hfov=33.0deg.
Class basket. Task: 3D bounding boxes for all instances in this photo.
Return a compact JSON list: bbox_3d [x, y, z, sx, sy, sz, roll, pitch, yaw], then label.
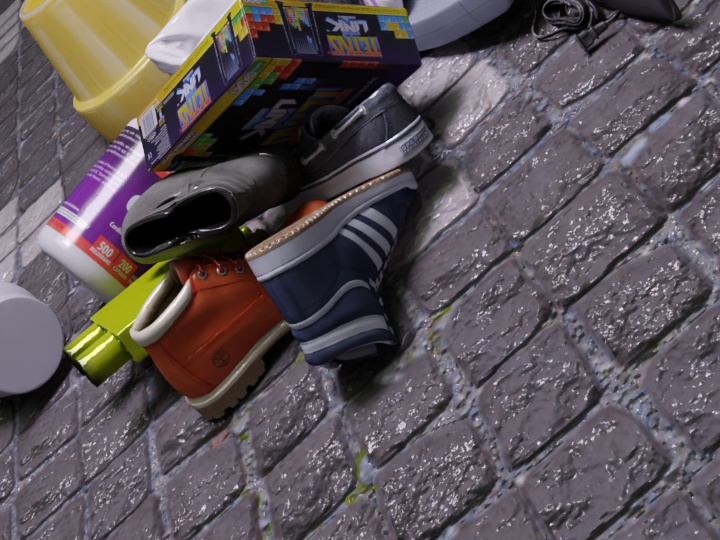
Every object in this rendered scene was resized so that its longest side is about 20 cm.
[{"bbox_3d":[-0.102,-0.250,1.253,0.201,0.123,0.135,-50,30,-8],"label":"basket"}]

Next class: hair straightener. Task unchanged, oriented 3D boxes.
[{"bbox_3d":[0.176,-0.207,0.928,0.077,0.041,0.199,-51,30,-8],"label":"hair straightener"}]

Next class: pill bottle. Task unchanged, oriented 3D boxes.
[{"bbox_3d":[-0.216,-0.070,1.195,0.201,0.112,0.112,-53,31,-10],"label":"pill bottle"},{"bbox_3d":[-0.384,0.067,1.242,0.199,0.116,0.117,5,57,54],"label":"pill bottle"}]

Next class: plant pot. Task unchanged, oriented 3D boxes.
[{"bbox_3d":[-0.311,-0.294,1.507,0.199,0.189,0.202,-31,34,24],"label":"plant pot"}]

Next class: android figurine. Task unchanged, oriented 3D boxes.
[{"bbox_3d":[-0.166,0.023,1.060,0.199,0.041,0.182,-40,18,-17],"label":"android figurine"}]

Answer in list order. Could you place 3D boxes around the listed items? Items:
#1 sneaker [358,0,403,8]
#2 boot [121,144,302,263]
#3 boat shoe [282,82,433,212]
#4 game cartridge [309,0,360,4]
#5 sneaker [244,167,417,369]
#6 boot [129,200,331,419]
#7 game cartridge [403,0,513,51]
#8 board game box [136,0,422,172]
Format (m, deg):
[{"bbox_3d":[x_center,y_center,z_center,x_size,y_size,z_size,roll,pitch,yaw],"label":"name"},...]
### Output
[{"bbox_3d":[0.032,-0.309,1.130,0.098,0.075,0.202,-13,48,10],"label":"sneaker"},{"bbox_3d":[-0.151,-0.043,0.978,0.198,0.068,0.130,-21,7,34],"label":"boot"},{"bbox_3d":[-0.020,-0.102,0.996,0.072,0.068,0.199,-40,12,-29],"label":"boat shoe"},{"bbox_3d":[-0.043,-0.252,1.103,0.040,0.200,0.134,-20,37,30],"label":"game cartridge"},{"bbox_3d":[0.000,0.000,0.895,0.070,0.110,0.200,-25,6,36],"label":"sneaker"},{"bbox_3d":[-0.092,0.007,0.954,0.201,0.107,0.075,-52,27,-13],"label":"boot"},{"bbox_3d":[0.094,-0.259,1.074,0.134,0.041,0.199,-53,20,-18],"label":"game cartridge"},{"bbox_3d":[-0.072,-0.148,1.012,0.199,0.164,0.057,-34,66,50],"label":"board game box"}]
